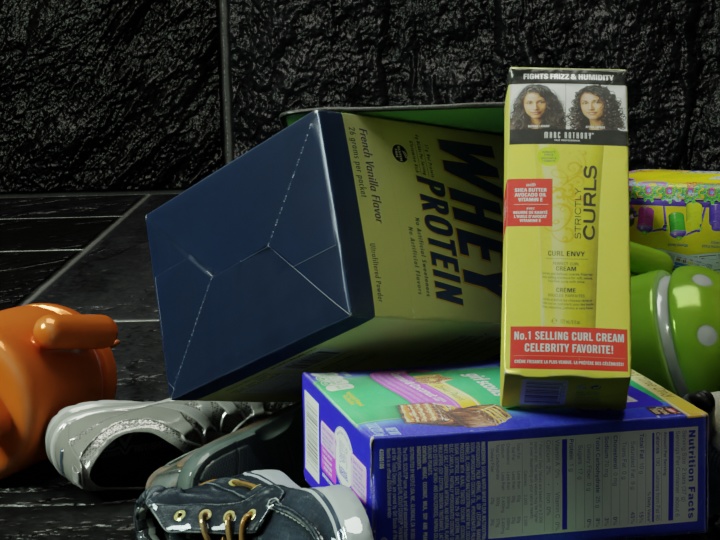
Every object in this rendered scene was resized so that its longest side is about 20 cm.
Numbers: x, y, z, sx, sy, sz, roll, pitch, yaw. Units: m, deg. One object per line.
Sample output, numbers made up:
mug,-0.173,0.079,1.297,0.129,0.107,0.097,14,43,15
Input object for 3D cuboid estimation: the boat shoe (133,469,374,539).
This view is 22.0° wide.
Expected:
boat shoe,-0.062,0.155,1.034,0.091,0.071,0.200,-6,3,-21

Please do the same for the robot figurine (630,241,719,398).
robot figurine,0.195,0.064,1.318,0.200,0.176,0.116,-15,-33,24

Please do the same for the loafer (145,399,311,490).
loafer,-0.055,0.122,1.244,0.200,0.072,0.063,-12,8,-43

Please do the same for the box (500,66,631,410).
box,0.117,-0.020,1.064,0.075,0.200,0.050,2,-26,4

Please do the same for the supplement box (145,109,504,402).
supplement box,0.000,0.000,1.230,0.200,0.134,0.200,4,-20,-40

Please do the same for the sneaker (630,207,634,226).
sneaker,0.113,-0.007,1.395,0.200,0.075,0.081,-40,-30,17

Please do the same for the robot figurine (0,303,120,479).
robot figurine,-0.251,0.086,1.348,0.117,0.144,0.200,19,15,18

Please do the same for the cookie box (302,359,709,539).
cookie box,0.081,0.105,1.098,0.200,0.075,0.171,-3,10,-15

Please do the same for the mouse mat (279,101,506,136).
mouse mat,0.051,-0.091,1.211,0.200,0.008,0.161,-1,-7,2

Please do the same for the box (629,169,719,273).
box,0.284,0.025,1.403,0.200,0.193,0.122,4,9,31

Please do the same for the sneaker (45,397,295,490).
sneaker,-0.113,0.123,1.286,0.200,0.075,0.082,-12,23,-14

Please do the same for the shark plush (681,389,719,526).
shark plush,0.203,0.121,1.138,0.091,0.083,0.200,-5,-10,-34
